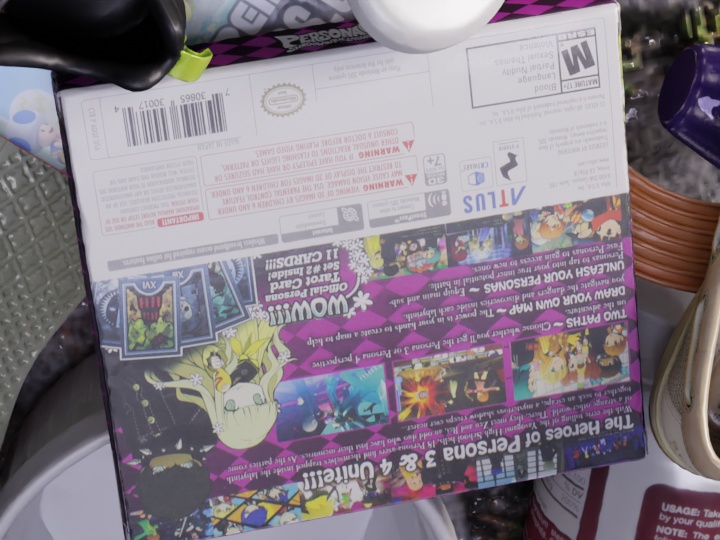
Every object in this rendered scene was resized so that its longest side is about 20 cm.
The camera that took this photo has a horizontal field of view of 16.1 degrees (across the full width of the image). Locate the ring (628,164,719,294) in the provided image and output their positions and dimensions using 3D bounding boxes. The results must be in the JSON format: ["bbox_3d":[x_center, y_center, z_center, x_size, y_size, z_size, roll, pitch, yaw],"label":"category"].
[{"bbox_3d":[0.141,-0.090,0.960,0.200,0.019,0.201,0,90,-2],"label":"ring"}]

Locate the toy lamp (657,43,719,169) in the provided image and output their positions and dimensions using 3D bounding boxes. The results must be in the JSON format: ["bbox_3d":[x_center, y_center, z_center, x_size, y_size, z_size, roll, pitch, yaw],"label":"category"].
[{"bbox_3d":[0.213,-0.042,1.014,0.199,0.058,0.058,17,114,-15],"label":"toy lamp"}]

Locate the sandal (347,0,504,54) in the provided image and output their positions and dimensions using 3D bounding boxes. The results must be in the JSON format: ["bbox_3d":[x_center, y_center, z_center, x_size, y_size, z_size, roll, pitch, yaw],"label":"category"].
[{"bbox_3d":[0.018,-0.168,0.884,0.082,0.050,0.203,9,73,-26],"label":"sandal"}]

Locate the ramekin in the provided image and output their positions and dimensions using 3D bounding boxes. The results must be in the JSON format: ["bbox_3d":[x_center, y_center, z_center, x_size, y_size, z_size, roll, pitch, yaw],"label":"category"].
[{"bbox_3d":[-0.061,0.116,1.036,0.199,0.105,0.201,-3,117,-5],"label":"ramekin"}]

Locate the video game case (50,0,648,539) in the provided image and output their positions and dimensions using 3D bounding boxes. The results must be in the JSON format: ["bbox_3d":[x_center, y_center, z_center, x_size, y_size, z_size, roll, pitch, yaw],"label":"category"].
[{"bbox_3d":[0.000,0.000,0.913,0.199,0.036,0.182,-10,113,-7],"label":"video game case"}]

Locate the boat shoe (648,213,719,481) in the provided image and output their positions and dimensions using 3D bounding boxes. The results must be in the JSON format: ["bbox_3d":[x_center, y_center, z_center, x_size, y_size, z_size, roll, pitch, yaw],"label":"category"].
[{"bbox_3d":[0.162,-0.017,0.920,0.072,0.065,0.200,23,89,-3],"label":"boat shoe"}]

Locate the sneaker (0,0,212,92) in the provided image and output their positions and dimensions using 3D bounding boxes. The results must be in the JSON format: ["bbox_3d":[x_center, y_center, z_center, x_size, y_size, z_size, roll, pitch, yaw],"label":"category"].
[{"bbox_3d":[-0.130,-0.111,0.802,0.200,0.083,0.072,18,115,-32],"label":"sneaker"}]

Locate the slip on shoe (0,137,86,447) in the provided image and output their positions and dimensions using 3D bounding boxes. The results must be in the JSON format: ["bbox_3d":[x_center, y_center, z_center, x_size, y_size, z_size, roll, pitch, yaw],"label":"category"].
[{"bbox_3d":[-0.153,0.011,0.996,0.074,0.061,0.200,17,104,-39],"label":"slip on shoe"}]

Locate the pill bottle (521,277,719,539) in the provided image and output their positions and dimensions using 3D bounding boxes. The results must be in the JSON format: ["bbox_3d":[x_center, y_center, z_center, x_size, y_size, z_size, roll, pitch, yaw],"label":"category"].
[{"bbox_3d":[0.127,0.093,1.041,0.114,0.114,0.201,5,117,-9],"label":"pill bottle"}]

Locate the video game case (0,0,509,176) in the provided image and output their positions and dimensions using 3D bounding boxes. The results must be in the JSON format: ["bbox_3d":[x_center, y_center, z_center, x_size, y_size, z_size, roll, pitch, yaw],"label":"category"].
[{"bbox_3d":[-0.067,-0.092,0.898,0.200,0.017,0.143,31,105,-17],"label":"video game case"}]
